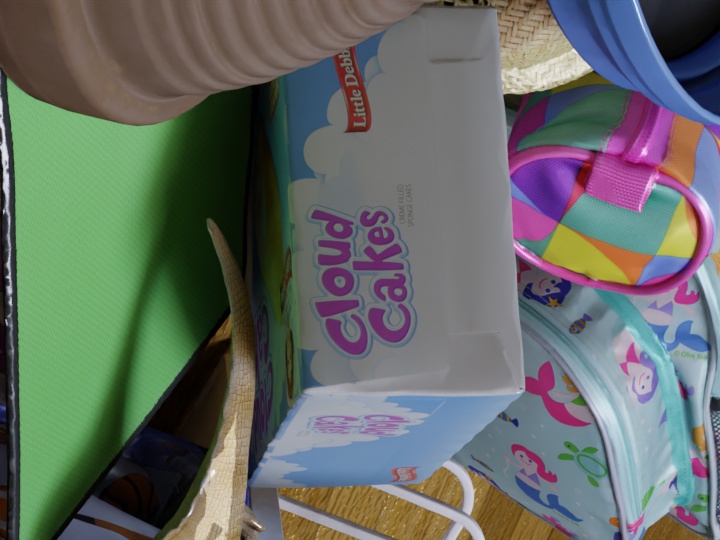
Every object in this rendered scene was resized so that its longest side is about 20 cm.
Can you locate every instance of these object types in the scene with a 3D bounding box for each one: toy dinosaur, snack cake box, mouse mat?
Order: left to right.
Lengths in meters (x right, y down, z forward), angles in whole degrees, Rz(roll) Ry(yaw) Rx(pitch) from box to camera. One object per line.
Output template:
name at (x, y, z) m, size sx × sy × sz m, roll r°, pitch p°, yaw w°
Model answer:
mouse mat at (-0.062, -0.033, 0.736) m, size 0.161 × 0.008 × 0.201 m, roll -55°, pitch 154°, yaw -51°
toy dinosaur at (-0.049, 0.093, 0.770) m, size 0.201 × 0.058 × 0.101 m, roll -64°, pitch 153°, yaw 1°
snack cake box at (0.000, 0.000, 0.834) m, size 0.200 × 0.067 × 0.115 m, roll 119°, pitch -30°, yaw -76°

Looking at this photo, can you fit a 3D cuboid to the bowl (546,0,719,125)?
bowl at (0.110, -0.145, 0.796) m, size 0.200 × 0.039 × 0.201 m, roll -21°, pitch 117°, yaw -51°

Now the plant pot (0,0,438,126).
plant pot at (-0.010, -0.126, 0.639) m, size 0.201 × 0.092 × 0.202 m, roll 16°, pitch 90°, yaw -73°

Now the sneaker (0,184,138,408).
sneaker at (-0.100, -0.030, 0.761) m, size 0.200 × 0.075 × 0.100 m, roll 71°, pitch 36°, yaw -64°

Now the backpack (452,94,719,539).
backpack at (0.089, 0.001, 1.037) m, size 0.150 × 0.177 × 0.200 m, roll -39°, pitch 146°, yaw -30°

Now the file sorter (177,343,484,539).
file sorter at (-0.022, 0.150, 0.984) m, size 0.139 × 0.124 × 0.200 m, roll -60°, pitch -163°, yaw 20°

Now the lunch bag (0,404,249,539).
lunch bag at (-0.136, 0.132, 0.854) m, size 0.200 × 0.124 × 0.170 m, roll -1°, pitch 125°, yaw -56°

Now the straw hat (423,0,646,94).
straw hat at (0.053, -0.104, 0.843) m, size 0.201 × 0.085 × 0.201 m, roll -36°, pitch 168°, yaw -9°

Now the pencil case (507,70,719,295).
pencil case at (0.103, -0.090, 0.927) m, size 0.088 × 0.088 × 0.201 m, roll 94°, pitch 11°, yaw -58°
